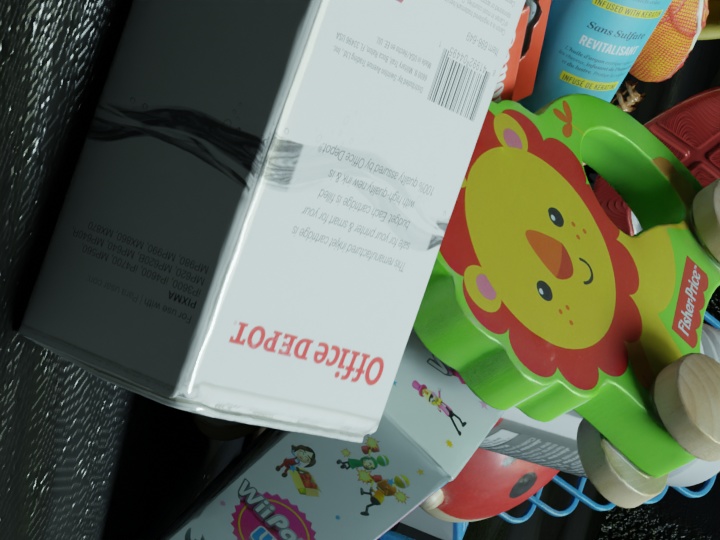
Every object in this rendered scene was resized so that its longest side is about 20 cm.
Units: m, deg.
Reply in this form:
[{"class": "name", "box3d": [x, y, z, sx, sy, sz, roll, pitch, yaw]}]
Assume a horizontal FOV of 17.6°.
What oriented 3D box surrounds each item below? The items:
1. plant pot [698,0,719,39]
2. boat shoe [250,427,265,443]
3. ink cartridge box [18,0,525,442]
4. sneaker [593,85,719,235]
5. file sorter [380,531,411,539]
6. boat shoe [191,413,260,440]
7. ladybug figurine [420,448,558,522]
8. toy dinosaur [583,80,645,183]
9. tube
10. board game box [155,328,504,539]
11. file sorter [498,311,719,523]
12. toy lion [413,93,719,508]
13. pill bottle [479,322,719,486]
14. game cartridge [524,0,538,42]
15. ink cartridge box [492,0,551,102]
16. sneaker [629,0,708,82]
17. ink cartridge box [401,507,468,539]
[{"class": "plant pot", "box3d": [0.205, -0.273, 1.420, 0.189, 0.200, 0.201, -81, 180, -52]}, {"class": "boat shoe", "box3d": [0.004, 0.076, 1.304, 0.202, 0.075, 0.075, -51, 158, -58]}, {"class": "ink cartridge box", "box3d": [-0.027, -0.046, 0.868, 0.146, 0.085, 0.201, 18, 90, -59]}, {"class": "sneaker", "box3d": [0.176, -0.061, 1.350, 0.200, 0.078, 0.116, -43, -169, 40]}, {"class": "file sorter", "box3d": [-0.044, 0.232, 1.196, 0.139, 0.122, 0.200, -54, 159, -56]}, {"class": "boat shoe", "box3d": [-0.025, 0.000, 1.085, 0.200, 0.074, 0.066, -47, 159, -39]}, {"class": "ladybug figurine", "box3d": [0.095, 0.071, 1.409, 0.200, 0.072, 0.136, -55, 127, -30]}, {"class": "toy dinosaur", "box3d": [0.093, -0.049, 1.354, 0.102, 0.200, 0.136, 57, 35, -30]}, {"class": "tube", "box3d": [0.133, -0.154, 1.114, 0.200, 0.077, 0.050, -63, -143, 35]}, {"class": "board game box", "box3d": [-0.013, 0.088, 1.044, 0.200, 0.064, 0.148, -45, -179, 36]}, {"class": "file sorter", "box3d": [0.157, 0.093, 1.651, 0.200, 0.123, 0.139, -17, -135, 51]}, {"class": "toy lion", "box3d": [0.091, -0.008, 1.014, 0.069, 0.192, 0.200, -34, -158, 37]}, {"class": "pill bottle", "box3d": [0.117, 0.054, 1.286, 0.200, 0.114, 0.114, 19, 91, -38]}, {"class": "game cartridge", "box3d": [0.047, -0.175, 1.068, 0.133, 0.041, 0.200, -14, 126, -47]}, {"class": "ink cartridge box", "box3d": [0.029, -0.076, 1.043, 0.200, 0.050, 0.109, -26, 142, -33]}, {"class": "sneaker", "box3d": [0.133, -0.163, 1.199, 0.077, 0.073, 0.200, -42, 148, -17]}, {"class": "ink cartridge box", "box3d": [0.066, 0.058, 1.535, 0.145, 0.084, 0.200, 86, 27, -64]}]
